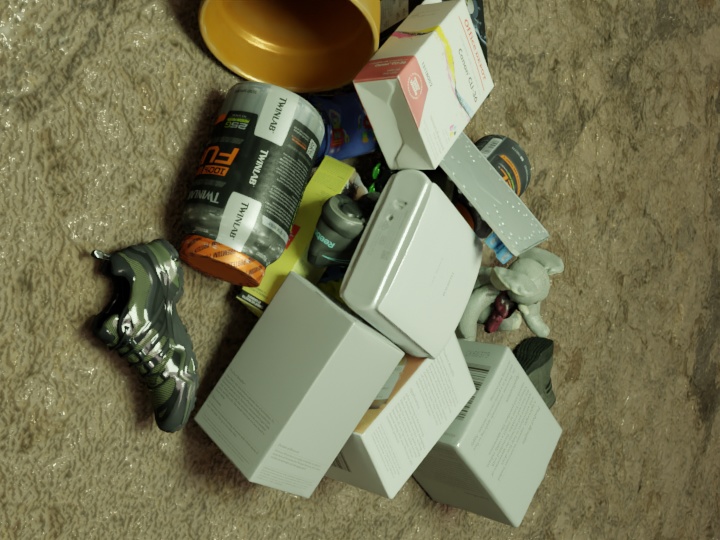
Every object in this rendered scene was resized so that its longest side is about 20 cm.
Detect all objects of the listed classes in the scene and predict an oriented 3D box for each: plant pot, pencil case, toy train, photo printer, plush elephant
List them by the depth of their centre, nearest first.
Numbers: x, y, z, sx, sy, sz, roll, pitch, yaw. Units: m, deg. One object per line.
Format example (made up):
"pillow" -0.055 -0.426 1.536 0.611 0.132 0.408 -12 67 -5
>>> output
"plant pot" -0.070 -0.335 0.980 0.199 0.197 0.187 29 58 -42
"photo printer" 0.069 0.004 1.013 0.200 0.068 0.169 42 70 -54
"pencil case" -0.004 -0.192 1.121 0.198 0.077 0.089 -22 107 -43
"toy train" 0.040 -0.120 1.140 0.056 0.041 0.203 -36 149 -46
"plush elephant" 0.225 0.039 1.313 0.163 0.153 0.205 -25 111 -41

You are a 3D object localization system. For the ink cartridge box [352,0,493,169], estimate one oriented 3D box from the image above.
"ink cartridge box" 0.083 -0.220 0.984 0.201 0.066 0.118 -55 132 -34

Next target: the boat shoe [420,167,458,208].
"boat shoe" 0.093 -0.136 1.174 0.063 0.069 0.203 75 9 -49

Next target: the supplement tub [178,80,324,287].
"supplement tub" -0.123 -0.093 0.974 0.122 0.121 0.204 31 70 -41

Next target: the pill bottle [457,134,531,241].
"pill bottle" 0.162 -0.106 1.258 0.200 0.104 0.108 -46 123 -43

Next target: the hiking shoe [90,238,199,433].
"hiking shoe" -0.232 0.073 0.919 0.099 0.075 0.205 -9 90 -36

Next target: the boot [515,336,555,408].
"boot" 0.262 0.204 1.430 0.198 0.067 0.134 -26 116 -40

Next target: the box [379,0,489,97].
"box" 0.090 -0.329 1.151 0.163 0.085 0.204 38 42 -40

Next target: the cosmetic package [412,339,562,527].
"cosmetic package" 0.155 0.224 1.248 0.166 0.163 0.201 -55 127 -27

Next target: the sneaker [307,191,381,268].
"sneaker" 0.004 -0.045 1.046 0.198 0.075 0.080 -2 130 -55

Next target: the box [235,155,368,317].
"box" -0.065 -0.031 1.046 0.202 0.049 0.075 -58 153 -10

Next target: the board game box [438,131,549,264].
"board game box" 0.147 -0.102 1.101 0.201 0.026 0.199 51 23 9

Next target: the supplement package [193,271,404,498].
"supplement package" -0.068 0.130 0.990 0.202 0.121 0.119 -55 141 1

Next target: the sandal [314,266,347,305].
"sandal" 0.000 0.000 1.122 0.196 0.080 0.088 -14 59 -18

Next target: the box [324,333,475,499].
"box" 0.025 0.165 1.119 0.200 0.150 0.108 -45 124 -34
